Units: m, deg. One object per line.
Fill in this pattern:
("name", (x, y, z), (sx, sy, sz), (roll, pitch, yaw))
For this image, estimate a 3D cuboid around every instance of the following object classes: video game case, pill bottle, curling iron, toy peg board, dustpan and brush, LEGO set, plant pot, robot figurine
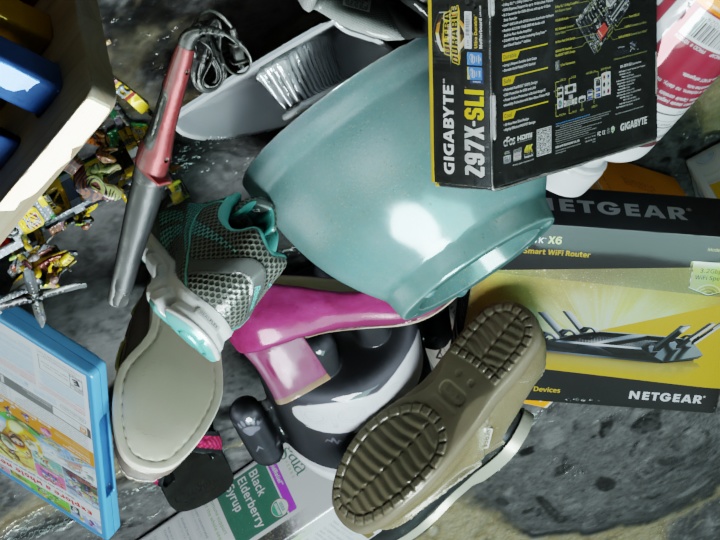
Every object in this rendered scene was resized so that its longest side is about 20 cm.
("video game case", (-0.226, 0.089, 1.702), (0.018, 0.143, 0.200), (-48, 157, -31))
("pill bottle", (0.179, -0.148, 1.690), (0.113, 0.113, 0.200), (11, 131, -44))
("curling iron", (-0.116, -0.064, 1.537), (0.049, 0.026, 0.201), (13, 112, -26))
("toy peg board", (-0.240, -0.104, 1.387), (0.098, 0.200, 0.200), (25, 122, -32))
("dustpan and brush", (-0.019, -0.121, 1.623), (0.139, 0.057, 0.200), (-28, -179, 28))
("LEGO set", (-0.183, -0.053, 1.551), (0.153, 0.116, 0.200), (-23, 147, -7))
("plant pot", (0.042, -0.054, 1.634), (0.200, 0.135, 0.200), (-32, 172, -5))
("robot figurine", (-0.012, 0.071, 1.840), (0.149, 0.125, 0.200), (0, 148, 11))

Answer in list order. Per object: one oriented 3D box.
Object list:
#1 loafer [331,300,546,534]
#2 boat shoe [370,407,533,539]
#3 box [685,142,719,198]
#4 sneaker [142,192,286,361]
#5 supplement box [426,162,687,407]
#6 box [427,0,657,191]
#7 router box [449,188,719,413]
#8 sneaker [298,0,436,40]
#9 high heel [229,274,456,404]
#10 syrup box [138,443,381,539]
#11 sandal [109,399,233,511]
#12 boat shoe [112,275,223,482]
("loafer", (0.064, 0.112, 1.778), (0.200, 0.076, 0.067), (-45, 142, 7))
("boat shoe", (0.057, 0.159, 2.075), (0.067, 0.072, 0.200), (35, 126, -14))
("box", (0.343, -0.011, 1.910), (0.112, 0.200, 0.101), (-28, 147, 0))
("sneaker", (-0.090, -0.014, 1.617), (0.091, 0.200, 0.078), (-43, 115, 6))
("supplement box", (0.151, 0.009, 1.914), (0.126, 0.074, 0.200), (13, 129, -44))
("box", (0.115, -0.143, 1.543), (0.200, 0.049, 0.161), (-19, 110, -52))
("router box", (0.171, 0.021, 1.820), (0.199, 0.052, 0.158), (4, 125, -5))
("sneaker", (0.041, -0.188, 1.532), (0.199, 0.116, 0.075), (-15, 144, -19))
("high heel", (0.000, 0.000, 1.709), (0.200, 0.096, 0.067), (-34, -166, -17))
("syrup box", (-0.090, 0.217, 2.017), (0.200, 0.079, 0.081), (-35, 146, 10))
("sandal", (-0.134, 0.138, 1.909), (0.075, 0.045, 0.200), (-27, 147, -1))
("boat shoe", (-0.131, 0.068, 1.695), (0.072, 0.201, 0.060), (18, 135, -12))
